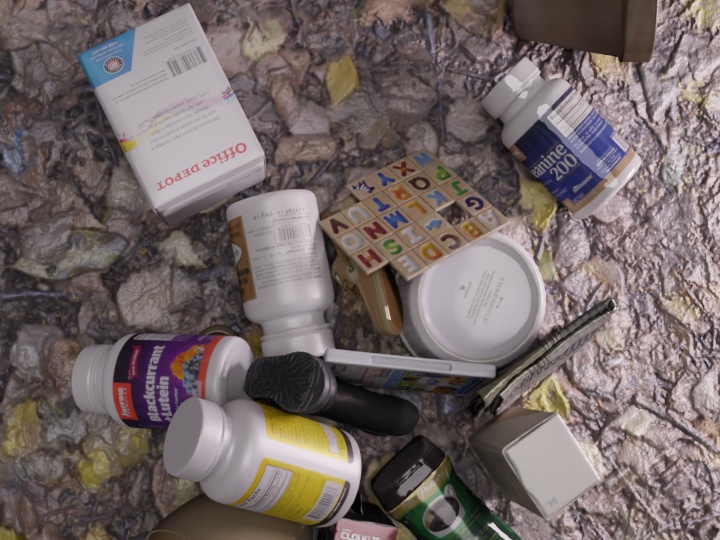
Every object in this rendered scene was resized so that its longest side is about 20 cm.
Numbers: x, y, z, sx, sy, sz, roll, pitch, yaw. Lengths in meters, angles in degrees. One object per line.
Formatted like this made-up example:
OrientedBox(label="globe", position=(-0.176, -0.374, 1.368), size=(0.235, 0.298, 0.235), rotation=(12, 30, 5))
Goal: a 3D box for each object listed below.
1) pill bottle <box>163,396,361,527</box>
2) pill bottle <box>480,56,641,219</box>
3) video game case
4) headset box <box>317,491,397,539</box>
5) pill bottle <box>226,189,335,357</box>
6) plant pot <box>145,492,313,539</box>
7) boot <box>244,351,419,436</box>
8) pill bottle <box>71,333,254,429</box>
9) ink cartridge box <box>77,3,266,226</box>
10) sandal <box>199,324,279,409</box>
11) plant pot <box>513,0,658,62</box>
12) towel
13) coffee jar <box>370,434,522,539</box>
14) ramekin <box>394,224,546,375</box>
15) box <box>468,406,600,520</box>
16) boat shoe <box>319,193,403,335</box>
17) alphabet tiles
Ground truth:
OrientedBox(label="pill bottle", position=(-0.106, 0.203, 0.990), size=(0.199, 0.111, 0.112), rotation=(25, 82, -32))
OrientedBox(label="pill bottle", position=(0.251, -0.172, 1.173), size=(0.111, 0.111, 0.200), rotation=(-45, 90, -7))
OrientedBox(label="video game case", position=(0.051, 0.125, 1.112), size=(0.198, 0.143, 0.018), rotation=(6, 73, -4))
OrientedBox(label="headset box", position=(-0.015, 0.362, 1.081), size=(0.074, 0.149, 0.202), rotation=(11, 85, -7))
OrientedBox(label="pill bottle", position=(-0.093, 0.011, 1.124), size=(0.113, 0.114, 0.202), rotation=(-11, 86, -6))
OrientedBox(label="plant pot", position=(-0.132, 0.325, 1.071), size=(0.200, 0.200, 0.135), rotation=(42, 51, 0))
OrientedBox(label="boot", position=(-0.012, 0.154, 1.057), size=(0.199, 0.164, 0.066), rotation=(27, 78, -32))
OrientedBox(label="pill bottle", position=(-0.233, 0.131, 1.083), size=(0.198, 0.111, 0.113), rotation=(0, 84, 17))
OrientedBox(label="ink cartridge box", position=(-0.222, -0.181, 1.115), size=(0.146, 0.146, 0.202), rotation=(-26, 87, -7))
OrientedBox(label="sandal", position=(-0.148, 0.161, 1.136), size=(0.080, 0.054, 0.202), rotation=(-26, 87, -7))
OrientedBox(label="plant pot", position=(0.281, -0.364, 1.168), size=(0.171, 0.200, 0.203), rotation=(0, 85, 11))
OrientedBox(label="towel", position=(0.214, 0.117, 1.105), size=(0.199, 0.193, 0.035), rotation=(-35, 77, -7))
OrientedBox(label="coffee jar", position=(0.107, 0.305, 1.129), size=(0.104, 0.085, 0.200), rotation=(-41, 90, -5))
OrientedBox(label="ramekin", position=(0.140, 0.038, 1.152), size=(0.200, 0.094, 0.205), rotation=(0, 84, -5))
OrientedBox(label="box", position=(0.199, 0.222, 1.087), size=(0.077, 0.200, 0.095), rotation=(-33, 88, -7))
OrientedBox(label="boat shoe", position=(0.000, 0.000, 1.137), size=(0.064, 0.071, 0.201), rotation=(-25, 57, 11))
OrientedBox(label="alphabet tiles", position=(0.056, -0.068, 1.125), size=(0.199, 0.008, 0.167), rotation=(-27, 55, -26))
